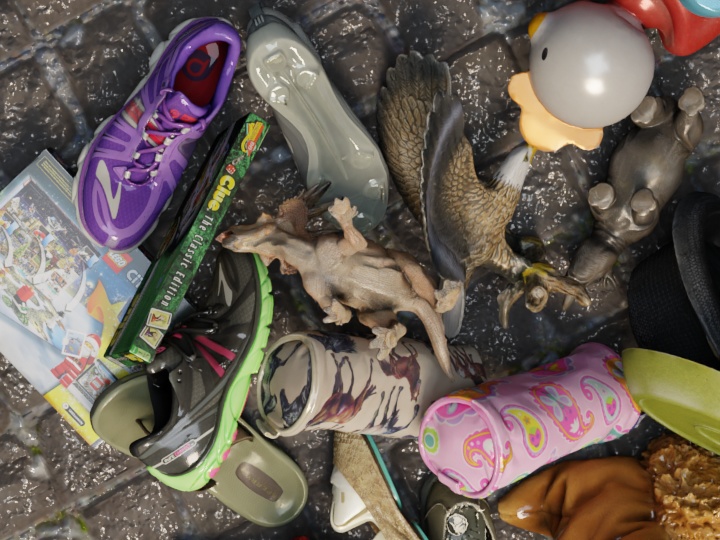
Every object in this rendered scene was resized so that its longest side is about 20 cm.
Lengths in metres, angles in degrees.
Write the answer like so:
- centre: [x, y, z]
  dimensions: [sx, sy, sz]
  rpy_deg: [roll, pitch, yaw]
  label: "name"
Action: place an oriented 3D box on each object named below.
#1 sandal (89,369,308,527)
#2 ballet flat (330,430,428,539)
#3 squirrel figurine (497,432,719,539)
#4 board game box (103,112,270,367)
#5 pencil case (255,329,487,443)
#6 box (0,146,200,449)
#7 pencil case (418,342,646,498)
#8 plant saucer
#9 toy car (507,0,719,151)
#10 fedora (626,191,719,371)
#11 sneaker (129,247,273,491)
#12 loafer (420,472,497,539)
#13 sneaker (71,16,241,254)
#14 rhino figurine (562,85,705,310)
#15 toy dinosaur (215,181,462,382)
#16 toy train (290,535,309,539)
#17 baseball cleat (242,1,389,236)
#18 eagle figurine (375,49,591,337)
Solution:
- centre: [-0.120, 0.144, 1.307]
  dimensions: [0.200, 0.057, 0.080]
  rpy_deg: [32, 100, -22]
  label: "sandal"
- centre: [0.014, 0.205, 1.308]
  dimensions: [0.065, 0.071, 0.201]
  rpy_deg: [-28, 70, -8]
  label: "ballet flat"
- centre: [0.229, 0.212, 1.294]
  dimensions: [0.199, 0.187, 0.142]
  rpy_deg: [-33, 99, 0]
  label: "squirrel figurine"
- centre: [-0.132, -0.021, 1.251]
  dimensions: [0.023, 0.105, 0.201]
  rpy_deg: [30, 77, -17]
  label: "board game box"
- centre: [0.010, 0.094, 1.272]
  dimensions: [0.199, 0.078, 0.090]
  rpy_deg: [8, 98, -41]
  label: "pencil case"
- centre: [-0.228, 0.022, 1.311]
  dimensions: [0.136, 0.038, 0.200]
  rpy_deg: [-42, 98, 0]
  label: "box"
- centre: [0.136, 0.116, 1.281]
  dimensions: [0.199, 0.087, 0.088]
  rpy_deg: [-13, 102, -47]
  label: "pencil case"
- centre: [0.282, 0.117, 1.242]
  dimensions: [0.199, 0.200, 0.031]
  rpy_deg: [28, 82, -7]
  label: "plant saucer"
- centre: [0.172, -0.187, 1.240]
  dimensions: [0.176, 0.184, 0.201]
  rpy_deg: [35, 94, -8]
  label: "toy car"
- centre: [0.277, 0.041, 1.313]
  dimensions: [0.091, 0.201, 0.202]
  rpy_deg: [-24, 100, 34]
  label: "fedora"
- centre: [-0.121, 0.064, 1.256]
  dimensions: [0.083, 0.077, 0.201]
  rpy_deg: [22, 65, -15]
  label: "sneaker"
- centre: [0.083, 0.264, 1.350]
  dimensions: [0.075, 0.070, 0.202]
  rpy_deg: [-10, 98, -3]
  label: "loafer"
- centre: [-0.155, -0.108, 1.262]
  dimensions: [0.080, 0.083, 0.201]
  rpy_deg: [28, 87, -16]
  label: "sneaker"
- centre: [0.212, -0.055, 1.312]
  dimensions: [0.060, 0.087, 0.201]
  rpy_deg: [29, 94, 13]
  label: "rhino figurine"
- centre: [0.000, 0.000, 1.246]
  dimensions: [0.199, 0.136, 0.086]
  rpy_deg: [32, 94, -16]
  label: "toy dinosaur"
- centre: [-0.087, 0.303, 1.282]
  dimensions: [0.200, 0.116, 0.085]
  rpy_deg: [-41, 93, 6]
  label: "toy train"
- centre: [-0.032, -0.124, 1.293]
  dimensions: [0.069, 0.107, 0.201]
  rpy_deg: [-21, 128, 5]
  label: "baseball cleat"
- centre: [0.079, -0.058, 1.275]
  dimensions: [0.200, 0.151, 0.152]
  rpy_deg: [41, 56, -24]
  label: "eagle figurine"
